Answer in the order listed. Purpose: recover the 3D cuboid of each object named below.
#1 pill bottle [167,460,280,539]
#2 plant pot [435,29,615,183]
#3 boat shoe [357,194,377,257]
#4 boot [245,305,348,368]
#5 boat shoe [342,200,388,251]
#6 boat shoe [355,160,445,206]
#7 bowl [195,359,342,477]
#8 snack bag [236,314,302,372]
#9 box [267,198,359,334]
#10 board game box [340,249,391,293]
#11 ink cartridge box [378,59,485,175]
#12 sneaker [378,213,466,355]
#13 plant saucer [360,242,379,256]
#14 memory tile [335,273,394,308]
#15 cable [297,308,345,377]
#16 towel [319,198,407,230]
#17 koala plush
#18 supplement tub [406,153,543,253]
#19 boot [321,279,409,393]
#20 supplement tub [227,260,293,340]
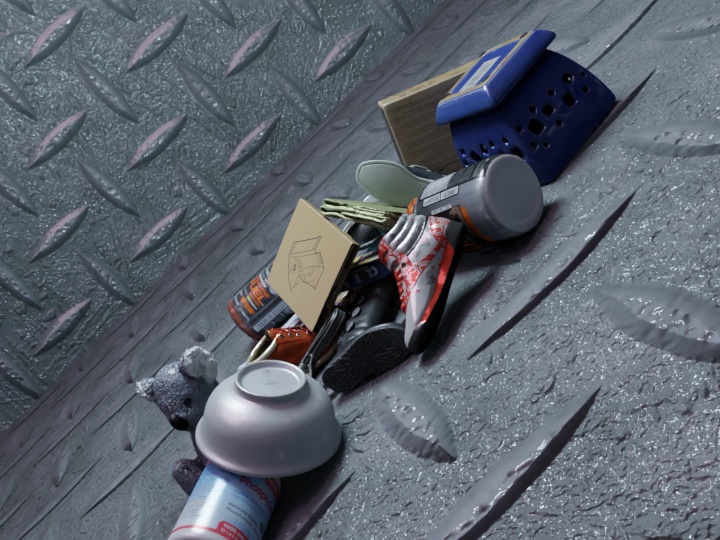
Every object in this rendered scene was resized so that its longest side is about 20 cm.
[{"bbox_3d":[-0.169,0.307,1.146,0.109,0.109,0.200,-32,21,33],"label":"pill bottle"},{"bbox_3d":[0.251,-0.260,1.411,0.200,0.180,0.200,-49,19,-18],"label":"plant pot"},{"bbox_3d":[-0.003,-0.055,1.717,0.200,0.071,0.064,-56,-13,-11],"label":"boat shoe"},{"bbox_3d":[-0.100,0.115,1.441,0.200,0.107,0.075,-50,23,-22],"label":"boot"},{"bbox_3d":[0.046,-0.105,1.635,0.200,0.072,0.068,-34,-3,-1],"label":"boat shoe"},{"bbox_3d":[0.089,-0.147,1.525,0.060,0.200,0.076,-82,13,-71],"label":"boat shoe"},{"bbox_3d":[-0.121,0.183,1.174,0.201,0.201,0.091,-88,2,-66],"label":"bowl"},{"bbox_3d":[-0.160,0.133,1.590,0.189,0.021,0.200,-43,3,18],"label":"snack bag"},{"bbox_3d":[-0.083,-0.009,1.447,0.200,0.021,0.164,42,112,52],"label":"box"},{"bbox_3d":[0.000,0.000,1.481,0.200,0.035,0.135,-20,7,41],"label":"board game box"},{"bbox_3d":[0.154,-0.263,1.567,0.200,0.165,0.075,-23,19,-1],"label":"ink cartridge box"},{"bbox_3d":[0.070,0.014,1.228,0.067,0.108,0.202,57,-130,-65],"label":"sneaker"},{"bbox_3d":[0.072,-0.061,1.606,0.200,0.019,0.070,-34,11,23],"label":"plant saucer"},{"bbox_3d":[-0.018,0.054,1.558,0.200,0.017,0.153,-37,19,21],"label":"memory tile"},{"bbox_3d":[-0.075,0.155,1.366,0.200,0.050,0.097,-57,4,-14],"label":"cable"},{"bbox_3d":[0.039,-0.091,1.474,0.148,0.200,0.037,15,100,35],"label":"towel"},{"bbox_3d":[-0.250,0.218,1.384,0.177,0.200,0.184,-33,20,32],"label":"koala plush"},{"bbox_3d":[0.164,-0.092,1.307,0.200,0.123,0.123,-19,30,55],"label":"supplement tub"},{"bbox_3d":[0.027,0.080,1.330,0.165,0.066,0.200,-32,16,29],"label":"boot"},{"bbox_3d":[-0.166,0.042,1.766,0.200,0.107,0.107,-42,17,9],"label":"supplement tub"}]
